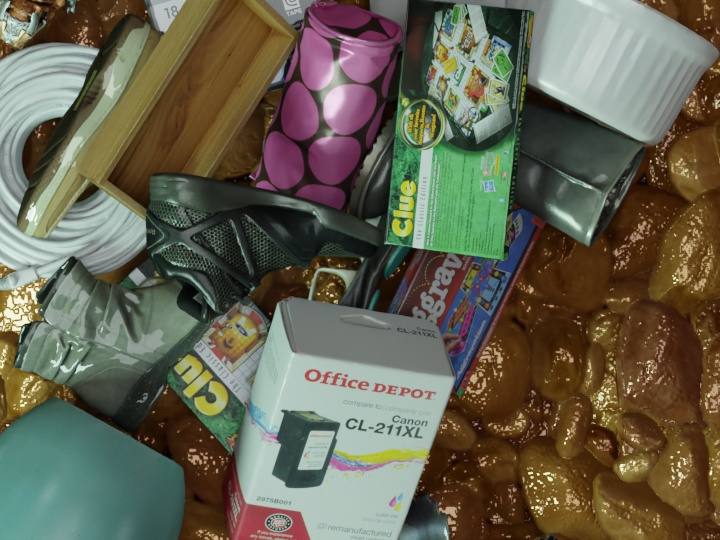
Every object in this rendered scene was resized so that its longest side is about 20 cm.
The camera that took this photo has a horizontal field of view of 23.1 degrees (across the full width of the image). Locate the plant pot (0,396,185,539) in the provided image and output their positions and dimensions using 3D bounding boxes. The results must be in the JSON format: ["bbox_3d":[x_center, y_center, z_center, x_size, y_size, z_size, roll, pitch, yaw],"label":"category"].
[{"bbox_3d":[-0.238,0.203,1.458,0.200,0.201,0.162,30,80,-5],"label":"plant pot"}]

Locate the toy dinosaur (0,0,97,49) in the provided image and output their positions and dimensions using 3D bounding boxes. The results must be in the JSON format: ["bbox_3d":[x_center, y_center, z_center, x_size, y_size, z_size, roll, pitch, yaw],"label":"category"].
[{"bbox_3d":[-0.242,-0.277,1.465,0.200,0.136,0.102,-45,94,-2],"label":"toy dinosaur"}]

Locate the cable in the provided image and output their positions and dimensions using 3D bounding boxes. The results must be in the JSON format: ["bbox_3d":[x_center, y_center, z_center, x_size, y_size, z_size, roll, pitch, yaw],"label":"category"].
[{"bbox_3d":[-0.251,-0.092,1.505,0.198,0.069,0.202,-9,92,-6],"label":"cable"}]

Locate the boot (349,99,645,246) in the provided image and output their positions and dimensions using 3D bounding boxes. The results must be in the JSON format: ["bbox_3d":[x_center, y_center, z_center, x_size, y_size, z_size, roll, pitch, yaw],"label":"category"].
[{"bbox_3d":[0.112,-0.076,1.474,0.199,0.073,0.182,34,90,10],"label":"boot"}]

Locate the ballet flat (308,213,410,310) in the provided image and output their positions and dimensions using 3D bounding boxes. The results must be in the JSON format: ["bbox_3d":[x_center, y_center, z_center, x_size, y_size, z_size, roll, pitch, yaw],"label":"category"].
[{"bbox_3d":[0.000,0.000,1.523,0.068,0.068,0.201,28,78,3],"label":"ballet flat"}]

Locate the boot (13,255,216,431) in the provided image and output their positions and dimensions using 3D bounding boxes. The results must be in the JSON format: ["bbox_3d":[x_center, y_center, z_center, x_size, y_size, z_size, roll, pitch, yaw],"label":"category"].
[{"bbox_3d":[-0.194,0.026,1.469,0.130,0.068,0.201,35,92,-14],"label":"boot"}]

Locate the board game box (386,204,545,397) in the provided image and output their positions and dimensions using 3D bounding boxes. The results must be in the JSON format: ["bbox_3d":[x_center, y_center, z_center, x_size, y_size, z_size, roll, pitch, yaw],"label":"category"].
[{"bbox_3d":[0.091,0.001,1.542,0.103,0.019,0.201,26,89,-31],"label":"board game box"}]

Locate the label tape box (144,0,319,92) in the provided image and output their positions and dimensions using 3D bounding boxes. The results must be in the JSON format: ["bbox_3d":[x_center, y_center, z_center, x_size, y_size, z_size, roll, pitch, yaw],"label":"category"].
[{"bbox_3d":[-0.117,-0.248,1.514,0.143,0.063,0.202,-17,94,-5],"label":"label tape box"}]

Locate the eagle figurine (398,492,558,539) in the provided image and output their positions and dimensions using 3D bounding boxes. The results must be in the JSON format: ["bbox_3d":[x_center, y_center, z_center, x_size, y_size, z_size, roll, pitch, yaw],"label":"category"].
[{"bbox_3d":[0.086,0.317,1.536,0.152,0.150,0.201,43,50,-43],"label":"eagle figurine"}]

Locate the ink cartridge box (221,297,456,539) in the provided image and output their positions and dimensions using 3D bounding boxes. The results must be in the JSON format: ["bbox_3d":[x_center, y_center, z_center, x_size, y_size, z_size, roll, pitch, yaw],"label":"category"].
[{"bbox_3d":[-0.021,0.137,1.474,0.145,0.083,0.201,9,119,-16],"label":"ink cartridge box"}]

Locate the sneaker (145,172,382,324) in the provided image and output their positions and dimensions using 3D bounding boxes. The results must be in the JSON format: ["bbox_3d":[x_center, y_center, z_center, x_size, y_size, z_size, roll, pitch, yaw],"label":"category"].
[{"bbox_3d":[-0.081,-0.010,1.426,0.198,0.076,0.115,8,91,-24],"label":"sneaker"}]

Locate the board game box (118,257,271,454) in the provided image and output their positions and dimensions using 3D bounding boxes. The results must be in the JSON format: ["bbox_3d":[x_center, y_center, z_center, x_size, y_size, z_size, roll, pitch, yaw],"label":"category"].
[{"bbox_3d":[-0.125,0.069,1.537,0.105,0.023,0.200,-42,95,-1],"label":"board game box"}]

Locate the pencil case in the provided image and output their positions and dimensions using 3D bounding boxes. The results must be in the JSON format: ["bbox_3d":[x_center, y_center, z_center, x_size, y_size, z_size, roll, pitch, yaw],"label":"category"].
[{"bbox_3d":[-0.032,-0.132,1.472,0.094,0.090,0.201,42,128,29],"label":"pencil case"}]

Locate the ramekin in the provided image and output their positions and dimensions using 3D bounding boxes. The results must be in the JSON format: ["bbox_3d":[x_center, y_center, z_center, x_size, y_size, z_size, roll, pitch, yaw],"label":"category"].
[{"bbox_3d":[0.192,-0.185,1.483,0.199,0.201,0.098,26,97,-6],"label":"ramekin"}]

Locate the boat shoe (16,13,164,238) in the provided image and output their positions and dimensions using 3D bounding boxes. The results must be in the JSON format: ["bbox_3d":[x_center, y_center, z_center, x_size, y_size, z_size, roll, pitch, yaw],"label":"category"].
[{"bbox_3d":[-0.207,-0.107,1.444,0.076,0.072,0.201,31,89,-22],"label":"boat shoe"}]

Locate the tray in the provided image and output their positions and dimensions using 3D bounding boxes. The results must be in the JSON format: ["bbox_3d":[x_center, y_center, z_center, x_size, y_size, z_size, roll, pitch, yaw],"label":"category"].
[{"bbox_3d":[-0.138,-0.138,1.433,0.201,0.037,0.099,-57,138,-5],"label":"tray"}]

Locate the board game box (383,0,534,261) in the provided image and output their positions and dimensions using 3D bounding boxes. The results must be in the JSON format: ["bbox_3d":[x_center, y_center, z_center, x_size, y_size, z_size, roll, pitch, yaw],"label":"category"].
[{"bbox_3d":[0.079,-0.114,1.422,0.104,0.023,0.202,9,100,16],"label":"board game box"}]

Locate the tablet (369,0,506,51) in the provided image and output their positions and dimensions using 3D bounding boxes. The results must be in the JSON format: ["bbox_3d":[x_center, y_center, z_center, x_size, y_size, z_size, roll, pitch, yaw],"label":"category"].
[{"bbox_3d":[0.060,-0.287,1.488,0.129,0.014,0.202,-14,68,30],"label":"tablet"}]

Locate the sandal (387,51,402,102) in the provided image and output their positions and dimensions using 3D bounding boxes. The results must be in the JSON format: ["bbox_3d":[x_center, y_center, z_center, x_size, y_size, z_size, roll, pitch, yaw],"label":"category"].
[{"bbox_3d":[0.049,-0.243,1.532,0.079,0.057,0.203,17,90,-6],"label":"sandal"}]
